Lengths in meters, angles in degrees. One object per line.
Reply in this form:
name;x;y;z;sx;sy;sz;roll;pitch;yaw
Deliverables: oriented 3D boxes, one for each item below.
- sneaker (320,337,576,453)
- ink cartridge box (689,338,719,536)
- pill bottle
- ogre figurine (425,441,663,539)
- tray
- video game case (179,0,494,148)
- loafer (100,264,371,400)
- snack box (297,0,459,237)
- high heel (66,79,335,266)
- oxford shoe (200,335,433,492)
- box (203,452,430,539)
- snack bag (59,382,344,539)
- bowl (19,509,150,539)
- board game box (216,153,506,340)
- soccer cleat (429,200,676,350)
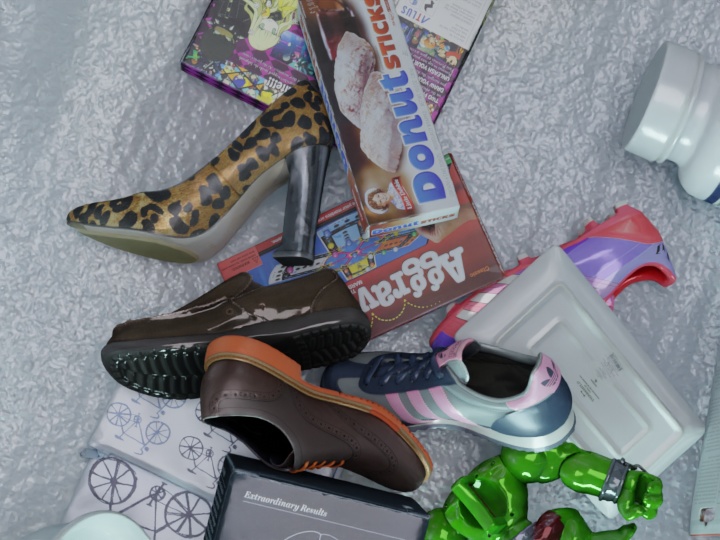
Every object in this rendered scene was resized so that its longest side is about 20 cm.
sneaker;0.059;0.076;1.625;0.199;0.082;0.070;5;48;20
ink cartridge box;0.300;0.106;1.673;0.050;0.109;0.201;11;82;-4
pill bottle;0.310;-0.099;1.695;0.199;0.120;0.120;22;81;-2
ogre figurine;0.120;0.194;1.646;0.120;0.098;0.200;47;122;5
tray;0.171;0.088;1.672;0.107;0.022;0.200;-42;107;-5
video game case;-0.013;-0.193;1.716;0.199;0.036;0.182;26;82;-2
loafer;-0.094;0.043;1.639;0.199;0.073;0.071;-8;54;-6
snack box;0.012;-0.122;1.649;0.072;0.024;0.201;-12;66;-10
high heel;-0.119;-0.080;1.676;0.199;0.071;0.143;4;75;11
oxford shoe;-0.035;0.124;1.603;0.200;0.071;0.073;29;53;-22
box;-0.050;0.249;1.603;0.148;0.107;0.201;15;91;-7
snack bag;-0.122;0.167;1.662;0.188;0.021;0.201;25;86;-2
bowl;-0.225;0.269;1.582;0.090;0.201;0.202;2;81;28
board game box;0.000;0.000;1.669;0.200;0.019;0.103;-25;86;12
soccer cleat;0.147;0.021;1.690;0.200;0.067;0.077;-30;75;-13
